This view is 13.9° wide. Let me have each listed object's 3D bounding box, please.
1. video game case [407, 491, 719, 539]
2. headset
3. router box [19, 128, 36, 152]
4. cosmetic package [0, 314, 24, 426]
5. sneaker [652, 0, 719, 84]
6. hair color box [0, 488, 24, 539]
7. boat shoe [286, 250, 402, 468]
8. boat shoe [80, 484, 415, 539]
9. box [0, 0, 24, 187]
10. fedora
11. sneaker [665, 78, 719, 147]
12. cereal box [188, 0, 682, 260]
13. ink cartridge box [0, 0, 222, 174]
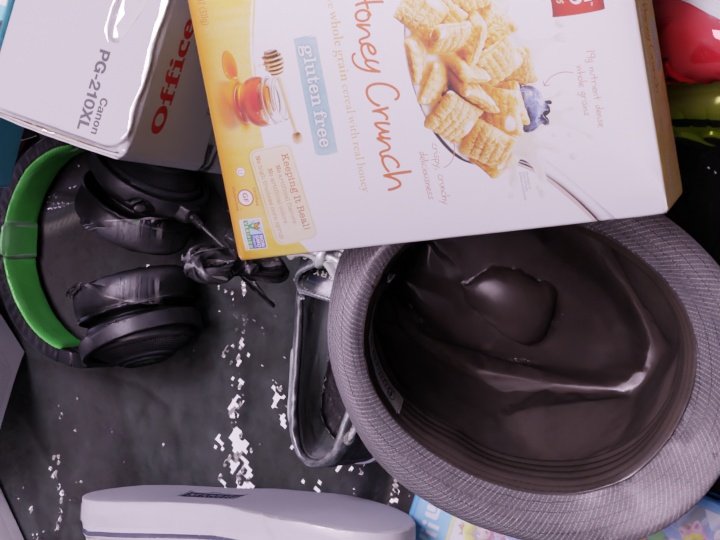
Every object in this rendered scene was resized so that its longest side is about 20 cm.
[{"bbox_3d":[0.110,0.158,1.437,0.200,0.018,0.143,23,103,26],"label":"video game case"},{"bbox_3d":[-0.121,-0.008,1.511,0.200,0.094,0.124,6,95,39],"label":"headset"},{"bbox_3d":[-0.288,-0.103,1.614,0.150,0.062,0.200,-40,74,23],"label":"router box"},{"bbox_3d":[-0.249,-0.005,1.527,0.051,0.083,0.200,-22,116,15],"label":"cosmetic package"},{"bbox_3d":[0.119,-0.089,1.324,0.200,0.078,0.116,33,100,40],"label":"sneaker"},{"bbox_3d":[-0.221,0.175,1.563,0.065,0.109,0.200,-33,76,25],"label":"hair color box"},{"bbox_3d":[-0.002,0.000,1.453,0.074,0.068,0.199,21,107,34],"label":"boat shoe"},{"bbox_3d":[-0.059,0.148,1.497,0.200,0.072,0.066,1,96,30],"label":"boat shoe"},{"bbox_3d":[-0.186,-0.144,1.380,0.082,0.049,0.200,19,101,19],"label":"box"},{"bbox_3d":[0.083,0.029,1.387,0.200,0.090,0.177,20,109,-3],"label":"fedora"},{"bbox_3d":[0.113,-0.107,1.405,0.200,0.074,0.084,8,76,27],"label":"sneaker"},{"bbox_3d":[0.031,-0.086,1.287,0.200,0.040,0.144,-7,103,20],"label":"cereal box"},{"bbox_3d":[-0.078,-0.125,1.416,0.084,0.200,0.145,19,96,24],"label":"ink cartridge box"}]
